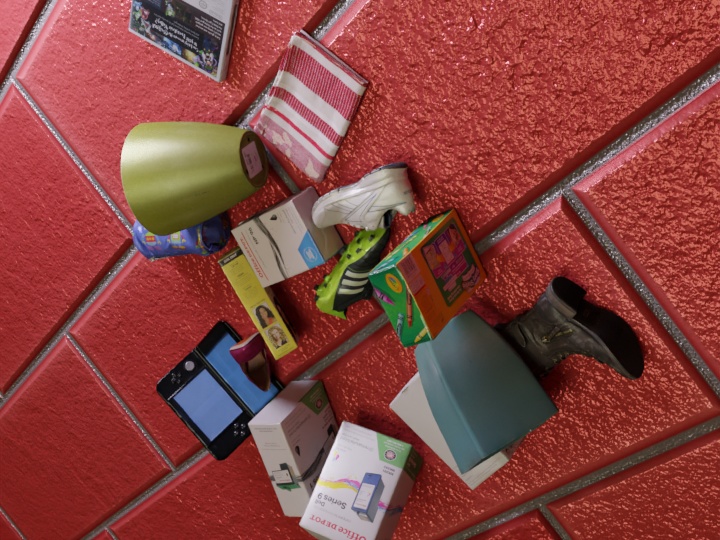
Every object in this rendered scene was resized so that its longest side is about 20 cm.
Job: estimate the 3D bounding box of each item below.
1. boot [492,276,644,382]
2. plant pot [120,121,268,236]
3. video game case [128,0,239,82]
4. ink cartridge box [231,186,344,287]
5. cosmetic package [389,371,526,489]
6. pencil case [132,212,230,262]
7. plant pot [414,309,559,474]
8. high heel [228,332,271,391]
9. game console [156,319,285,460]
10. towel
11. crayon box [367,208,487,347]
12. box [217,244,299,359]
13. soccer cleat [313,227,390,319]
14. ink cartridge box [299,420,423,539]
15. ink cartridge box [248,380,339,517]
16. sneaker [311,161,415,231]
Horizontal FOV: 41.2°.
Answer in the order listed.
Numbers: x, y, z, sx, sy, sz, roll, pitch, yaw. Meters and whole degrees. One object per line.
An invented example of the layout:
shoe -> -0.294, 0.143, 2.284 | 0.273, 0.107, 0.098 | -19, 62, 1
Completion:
boot -> 0.302, 0.115, 1.414 | 0.200, 0.069, 0.175 | 45, 137, 10
plant pot -> -0.257, -0.164, 1.572 | 0.196, 0.187, 0.191 | -7, 112, 24
video game case -> -0.282, -0.426, 1.529 | 0.198, 0.023, 0.184 | 31, 128, 16
ink cartridge box -> -0.136, -0.048, 1.612 | 0.198, 0.068, 0.117 | -21, 102, 41
cosmetic package -> 0.157, 0.244, 1.569 | 0.200, 0.081, 0.113 | 47, 131, 5
pencil case -> -0.325, -0.063, 1.725 | 0.197, 0.077, 0.089 | -3, 85, 36
plant pot -> 0.174, 0.175, 1.456 | 0.202, 0.139, 0.142 | 59, 163, 15
high heel -> -0.184, 0.168, 1.712 | 0.097, 0.067, 0.200 | 61, 176, 4
game console -> -0.267, 0.232, 1.834 | 0.200, 0.172, 0.119 | 47, 158, 2
towel -> -0.081, -0.251, 1.489 | 0.143, 0.023, 0.201 | 38, 131, 10
crayon box -> 0.102, 0.008, 1.391 | 0.058, 0.200, 0.120 | -18, 105, 38
box -> -0.177, 0.053, 1.687 | 0.050, 0.075, 0.202 | -30, 100, 3
soccer cleat -> 0.000, 0.000, 1.555 | 0.080, 0.068, 0.201 | 26, 125, -22
ink cartridge box -> 0.003, 0.386, 1.669 | 0.143, 0.203, 0.088 | 16, 160, 26
ink cartridge box -> -0.104, 0.326, 1.751 | 0.083, 0.146, 0.203 | -7, 112, 36
sneaker -> 0.001, -0.096, 1.477 | 0.198, 0.074, 0.089 | -21, 91, 42
